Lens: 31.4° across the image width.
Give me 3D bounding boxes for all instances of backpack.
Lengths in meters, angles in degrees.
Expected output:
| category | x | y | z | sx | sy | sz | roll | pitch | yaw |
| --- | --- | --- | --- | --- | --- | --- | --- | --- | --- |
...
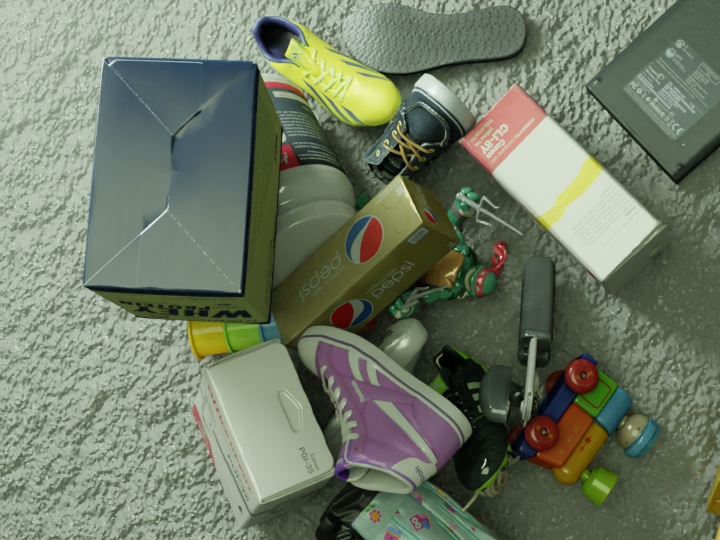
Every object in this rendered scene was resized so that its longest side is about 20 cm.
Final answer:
| category | x | y | z | sx | sy | sz | roll | pitch | yaw |
| --- | --- | --- | --- | --- | --- | --- | --- | --- | --- |
| backpack | 0.059 | 0.283 | 1.269 | 0.200 | 0.167 | 0.127 | 38 | 77 | 9 |

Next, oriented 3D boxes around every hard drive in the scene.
| category | x | y | z | sx | sy | sz | roll | pitch | yaw |
| --- | --- | --- | --- | --- | --- | --- | --- | --- | --- |
| hard drive | 0.351 | -0.207 | 1.310 | 0.200 | 0.033 | 0.140 | -42 | 75 | 7 |

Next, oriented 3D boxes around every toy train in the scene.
| category | x | y | z | sx | sy | sz | roll | pitch | yaw |
| --- | --- | --- | --- | --- | --- | --- | --- | --- | --- |
| toy train | 0.200 | 0.191 | 1.262 | 0.116 | 0.085 | 0.200 | 37 | 74 | 3 |

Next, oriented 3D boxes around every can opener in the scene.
| category | x | y | z | sx | sy | sz | roll | pitch | yaw |
| --- | --- | --- | --- | --- | --- | --- | --- | --- | --- |
| can opener | 0.155 | 0.067 | 1.263 | 0.067 | 0.053 | 0.200 | 6 | 45 | 5 |

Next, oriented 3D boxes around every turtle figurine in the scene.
| category | x | y | z | sx | sy | sz | roll | pitch | yaw |
| --- | --- | --- | --- | --- | --- | --- | --- | --- | --- |
| turtle figurine | 0.070 | -0.009 | 1.329 | 0.199 | 0.101 | 0.150 | 16 | 70 | 33 |

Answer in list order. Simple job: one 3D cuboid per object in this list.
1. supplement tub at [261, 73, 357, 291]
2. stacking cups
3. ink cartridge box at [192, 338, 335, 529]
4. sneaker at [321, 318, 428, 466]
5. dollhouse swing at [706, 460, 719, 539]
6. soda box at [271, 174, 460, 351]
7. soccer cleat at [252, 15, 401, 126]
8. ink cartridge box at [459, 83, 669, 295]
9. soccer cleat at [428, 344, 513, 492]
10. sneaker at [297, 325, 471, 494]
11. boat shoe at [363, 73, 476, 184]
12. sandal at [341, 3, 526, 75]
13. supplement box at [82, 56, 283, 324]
| category | x | y | z | sx | sy | sz | roll | pitch | yaw |
| --- | --- | --- | --- | --- | --- | --- | --- | --- | --- |
| supplement tub | -0.090 | -0.093 | 1.337 | 0.140 | 0.140 | 0.200 | -33 | 59 | 9 |
| stacking cups | -0.085 | 0.052 | 1.386 | 0.199 | 0.060 | 0.061 | -10 | 81 | 12 |
| ink cartridge box | -0.103 | 0.169 | 1.297 | 0.083 | 0.200 | 0.147 | -20 | 77 | -16 |
| sneaker | 0.032 | 0.138 | 1.325 | 0.099 | 0.078 | 0.200 | 31 | 120 | 2 |
| dollhouse swing | 0.416 | 0.256 | 1.177 | 0.199 | 0.182 | 0.176 | 17 | 68 | 16 |
| soda box | 0.000 | 0.000 | 1.277 | 0.200 | 0.064 | 0.068 | -41 | 50 | 23 |
| soccer cleat | -0.041 | -0.213 | 1.369 | 0.200 | 0.084 | 0.065 | 36 | 93 | 32 |
| ink cartridge box | 0.206 | -0.077 | 1.275 | 0.083 | 0.145 | 0.200 | -45 | 75 | 7 |
| soccer cleat | 0.100 | 0.144 | 1.257 | 0.081 | 0.200 | 0.068 | 37 | 111 | -15 |
| sneaker | -0.007 | 0.133 | 1.201 | 0.200 | 0.073 | 0.114 | 30 | 62 | 32 |
| boat shoe | 0.056 | -0.131 | 1.292 | 0.071 | 0.200 | 0.091 | 42 | 85 | 1 |
| sandal | 0.079 | -0.247 | 1.389 | 0.199 | 0.043 | 0.076 | 2 | 91 | 6 |
| supplement box | -0.150 | -0.064 | 1.146 | 0.134 | 0.200 | 0.201 | 3 | 81 | 4 |
